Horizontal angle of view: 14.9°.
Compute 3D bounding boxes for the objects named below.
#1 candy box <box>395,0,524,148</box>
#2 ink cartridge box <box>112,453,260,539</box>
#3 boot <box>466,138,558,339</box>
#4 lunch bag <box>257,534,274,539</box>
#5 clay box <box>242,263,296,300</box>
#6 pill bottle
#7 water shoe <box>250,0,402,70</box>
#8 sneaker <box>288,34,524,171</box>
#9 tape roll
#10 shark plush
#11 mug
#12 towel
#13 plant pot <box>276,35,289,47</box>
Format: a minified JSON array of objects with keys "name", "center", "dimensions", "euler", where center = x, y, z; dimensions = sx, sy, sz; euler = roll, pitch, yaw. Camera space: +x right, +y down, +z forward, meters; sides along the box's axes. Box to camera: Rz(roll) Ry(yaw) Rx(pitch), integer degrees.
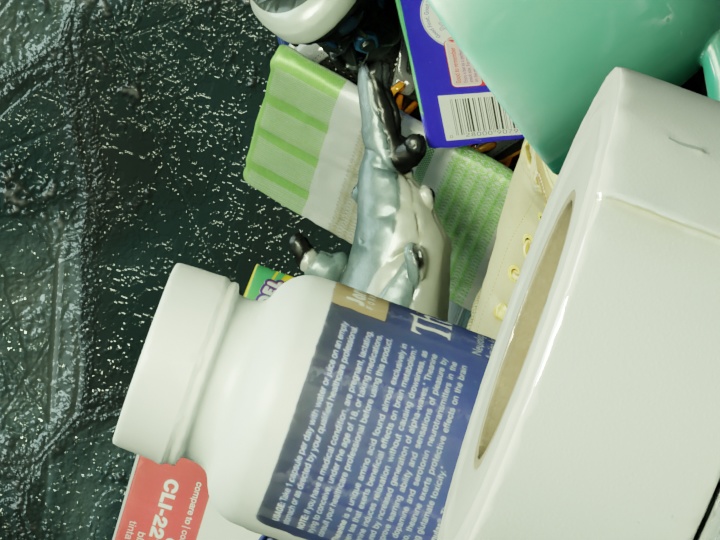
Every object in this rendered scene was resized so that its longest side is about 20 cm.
[{"name":"candy box","center":[0.055,-0.191,1.358],"dimensions":[0.169,0.077,0.201],"euler":[76,-167,-55]},{"name":"ink cartridge box","center":[-0.039,0.156,1.599],"dimensions":[0.144,0.199,0.084],"euler":[-112,38,-88]},{"name":"boot","center":[0.096,-0.009,1.265],"dimensions":[0.200,0.072,0.156],"euler":[-87,13,-68]},{"name":"lunch bag","center":[-0.025,0.204,1.379],"dimensions":[0.170,0.123,0.201],"euler":[119,159,-63]},{"name":"clay box","center":[-0.009,0.071,1.545],"dimensions":[0.048,0.199,0.115],"euler":[112,177,-45]},{"name":"pill bottle","center":[0.002,0.068,1.169],"dimensions":[0.111,0.199,0.112],"euler":[-160,90,-88]},{"name":"water shoe","center":[-0.004,-0.137,1.340],"dimensions":[0.071,0.079,0.200],"euler":[-35,17,12]},{"name":"sneaker","center":[0.055,-0.086,1.461],"dimensions":[0.078,0.199,0.078],"euler":[117,163,-57]},{"name":"tape roll","center":[0.089,0.032,0.981],"dimensions":[0.202,0.070,0.203],"euler":[-160,90,-89]},{"name":"shark plush","center":[0.000,0.000,1.374],"dimensions":[0.091,0.083,0.201],"euler":[-51,-37,-69]},{"name":"mug","center":[0.091,-0.122,1.130],"dimensions":[0.114,0.185,0.152],"euler":[-36,21,6]},{"name":"towel","center":[0.035,-0.041,1.462],"dimensions":[0.031,0.199,0.149],"euler":[-59,-4,-26]},{"name":"plant pot","center":[0.070,-0.170,1.580],"dimensions":[0.200,0.179,0.201],"euler":[74,-149,-57]}]
